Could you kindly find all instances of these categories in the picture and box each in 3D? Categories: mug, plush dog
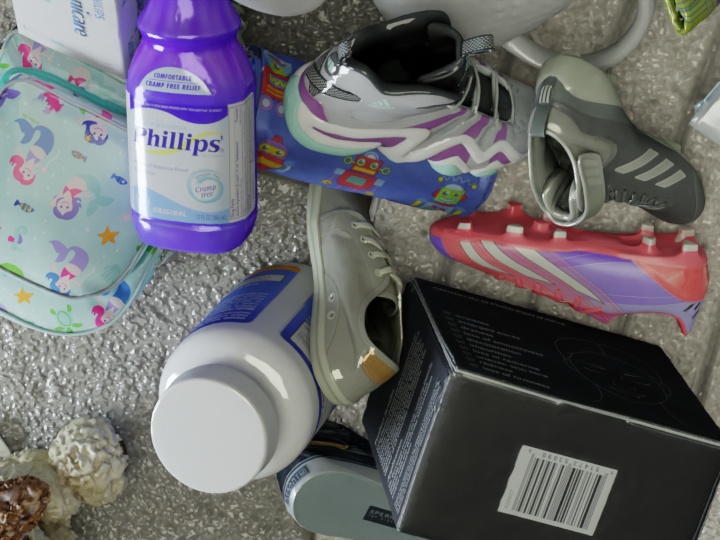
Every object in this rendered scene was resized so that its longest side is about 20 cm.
[{"bbox_3d":[0.109,-0.212,1.602,0.200,0.148,0.175,42,126,-11],"label":"mug"},{"bbox_3d":[-0.260,0.206,1.732,0.160,0.172,0.201,10,106,4],"label":"plush dog"}]

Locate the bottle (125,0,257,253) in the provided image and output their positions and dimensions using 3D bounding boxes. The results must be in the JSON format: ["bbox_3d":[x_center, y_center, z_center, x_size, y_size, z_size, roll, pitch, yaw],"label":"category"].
[{"bbox_3d":[-0.109,-0.112,1.548,0.083,0.065,0.201,7,115,14],"label":"bottle"}]

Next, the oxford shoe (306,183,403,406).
[{"bbox_3d":[0.000,0.000,1.662,0.058,0.201,0.075,-20,143,24],"label":"oxford shoe"}]

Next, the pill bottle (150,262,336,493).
[{"bbox_3d":[-0.073,0.077,1.659,0.112,0.200,0.113,6,111,15],"label":"pill bottle"}]

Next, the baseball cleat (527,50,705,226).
[{"bbox_3d":[0.165,-0.062,1.625,0.070,0.200,0.107,2,63,41],"label":"baseball cleat"}]

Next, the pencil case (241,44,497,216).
[{"bbox_3d":[-0.004,-0.095,1.649,0.199,0.087,0.078,13,137,-23],"label":"pencil case"}]

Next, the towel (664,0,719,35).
[{"bbox_3d":[0.207,-0.244,1.566,0.023,0.200,0.144,-24,105,32],"label":"towel"}]

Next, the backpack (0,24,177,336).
[{"bbox_3d":[-0.207,-0.056,1.679,0.177,0.151,0.200,28,111,-8],"label":"backpack"}]

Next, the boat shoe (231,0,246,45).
[{"bbox_3d":[-0.115,-0.181,1.671,0.067,0.074,0.200,-41,96,16],"label":"boat shoe"}]

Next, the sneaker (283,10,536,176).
[{"bbox_3d":[0.063,-0.120,1.561,0.199,0.140,0.078,-1,70,-28],"label":"sneaker"}]

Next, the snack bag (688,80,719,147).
[{"bbox_3d":[0.352,-0.114,1.617,0.200,0.021,0.189,38,105,-4],"label":"snack bag"}]

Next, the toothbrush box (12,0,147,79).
[{"bbox_3d":[-0.151,-0.249,1.578,0.085,0.146,0.201,23,74,4],"label":"toothbrush box"}]

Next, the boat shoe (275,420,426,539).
[{"bbox_3d":[0.024,0.162,1.751,0.200,0.091,0.071,24,107,-28],"label":"boat shoe"}]

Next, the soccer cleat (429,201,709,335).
[{"bbox_3d":[0.146,0.000,1.698,0.199,0.067,0.077,6,110,2],"label":"soccer cleat"}]

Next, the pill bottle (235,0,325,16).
[{"bbox_3d":[-0.031,-0.275,1.577,0.112,0.112,0.200,28,63,-2],"label":"pill bottle"}]

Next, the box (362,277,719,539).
[{"bbox_3d":[0.120,0.111,1.638,0.199,0.197,0.124,16,107,-11],"label":"box"}]
